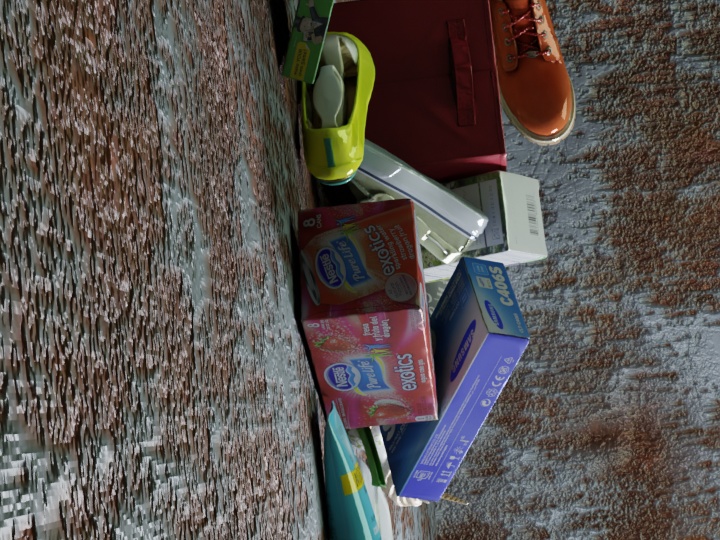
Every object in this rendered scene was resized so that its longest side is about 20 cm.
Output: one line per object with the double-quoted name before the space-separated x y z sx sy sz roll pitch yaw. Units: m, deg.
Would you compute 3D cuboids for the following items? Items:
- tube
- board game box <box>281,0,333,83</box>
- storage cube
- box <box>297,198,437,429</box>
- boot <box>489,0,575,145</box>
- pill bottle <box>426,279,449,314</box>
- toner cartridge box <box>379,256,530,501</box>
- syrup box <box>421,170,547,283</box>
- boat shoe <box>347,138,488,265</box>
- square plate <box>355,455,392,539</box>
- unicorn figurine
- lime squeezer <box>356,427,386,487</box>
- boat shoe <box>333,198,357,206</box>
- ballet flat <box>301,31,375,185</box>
"tube" -0.005 0.206 1.344 0.077 0.050 0.203 -154 -127 -86
"board game box" -0.024 -0.265 1.374 0.135 0.029 0.202 -84 -172 -69
"storage cube" 0.048 -0.164 1.686 0.200 0.177 0.173 63 21 -81
"box" 0.008 0.040 1.371 0.201 0.094 0.101 78 7 -60
"boot" 0.162 -0.226 1.702 0.107 0.074 0.202 61 14 -72
"pill bottle" 0.050 0.080 1.793 0.116 0.114 0.202 77 8 -61
"toner cartridge box" 0.076 0.095 1.469 0.096 0.043 0.201 -107 -146 -47
"syrup box" 0.075 -0.036 1.680 0.081 0.198 0.080 7 74 -55
"boat shoe" 0.029 -0.067 1.553 0.062 0.199 0.072 -57 -154 6
"square plate" 0.015 0.286 1.596 0.198 0.028 0.203 75 10 -70
"unicorn figurine" 0.021 0.148 1.632 0.200 0.073 0.139 31 47 -59
"lime squeezer" 0.008 0.086 1.496 0.070 0.037 0.203 -17 -120 63
"boat shoe" 0.000 0.000 1.586 0.200 0.071 0.077 -81 180 -70
"ballet flat" -0.023 -0.161 1.484 0.201 0.066 0.067 -90 169 -45
